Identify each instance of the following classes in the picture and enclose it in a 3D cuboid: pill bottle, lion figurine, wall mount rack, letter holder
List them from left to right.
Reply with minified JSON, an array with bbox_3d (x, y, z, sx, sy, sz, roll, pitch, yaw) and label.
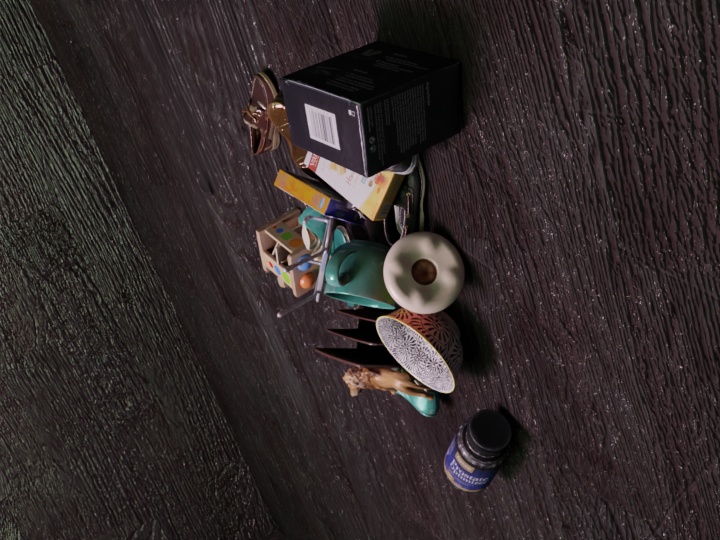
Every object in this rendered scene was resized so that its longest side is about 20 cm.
[{"bbox_3d":[-0.103,-0.005,1.355,0.074,0.175,0.202,11,131,0],"label":"wall mount rack"},{"bbox_3d":[-0.001,0.147,1.545,0.199,0.141,0.102,9,95,57],"label":"letter holder"},{"bbox_3d":[0.065,0.233,1.488,0.199,0.122,0.073,-12,65,43],"label":"lion figurine"},{"bbox_3d":[0.239,0.365,1.422,0.112,0.111,0.201,45,151,24],"label":"pill bottle"}]

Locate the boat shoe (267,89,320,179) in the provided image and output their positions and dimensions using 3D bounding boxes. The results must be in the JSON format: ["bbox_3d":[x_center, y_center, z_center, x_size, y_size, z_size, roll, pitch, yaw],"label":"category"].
[{"bbox_3d":[-0.113,-0.275,1.412,0.071,0.072,0.201,-9,133,33],"label":"boat shoe"}]

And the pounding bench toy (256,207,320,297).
[{"bbox_3d":[-0.142,-0.012,1.675,0.156,0.124,0.202,37,146,36],"label":"pounding bench toy"}]

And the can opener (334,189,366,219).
[{"bbox_3d":[-0.005,-0.147,1.347,0.063,0.079,0.200,27,-178,-18],"label":"can opener"}]

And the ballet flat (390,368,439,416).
[{"bbox_3d":[0.109,0.253,1.582,0.199,0.067,0.071,28,116,47],"label":"ballet flat"}]

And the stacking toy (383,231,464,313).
[{"bbox_3d":[0.108,0.019,1.316,0.147,0.145,0.200,55,171,7],"label":"stacking toy"}]

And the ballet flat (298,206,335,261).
[{"bbox_3d":[-0.086,-0.060,1.538,0.067,0.070,0.201,42,165,45],"label":"ballet flat"}]

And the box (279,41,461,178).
[{"bbox_3d":[0.018,-0.253,1.070,0.196,0.199,0.119,31,140,43],"label":"box"}]

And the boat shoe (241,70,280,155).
[{"bbox_3d":[-0.221,-0.337,1.534,0.072,0.072,0.201,44,150,26],"label":"boat shoe"}]

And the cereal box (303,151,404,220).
[{"bbox_3d":[-0.006,-0.201,1.228,0.200,0.039,0.145,40,121,29],"label":"cereal box"}]

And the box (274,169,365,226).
[{"bbox_3d":[-0.074,-0.146,1.434,0.199,0.118,0.042,31,103,41],"label":"box"}]

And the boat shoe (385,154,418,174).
[{"bbox_3d":[0.004,-0.201,1.155,0.198,0.056,0.070,18,104,37],"label":"boat shoe"}]

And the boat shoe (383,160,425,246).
[{"bbox_3d":[0.072,-0.136,1.247,0.074,0.063,0.203,37,141,47],"label":"boat shoe"}]

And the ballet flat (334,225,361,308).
[{"bbox_3d":[-0.013,-0.014,1.522,0.067,0.063,0.202,29,135,49],"label":"ballet flat"}]

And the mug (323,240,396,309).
[{"bbox_3d":[0.010,0.003,1.390,0.150,0.116,0.185,12,171,-1],"label":"mug"}]

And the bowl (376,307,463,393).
[{"bbox_3d":[0.133,0.134,1.369,0.200,0.094,0.202,38,157,20],"label":"bowl"}]
